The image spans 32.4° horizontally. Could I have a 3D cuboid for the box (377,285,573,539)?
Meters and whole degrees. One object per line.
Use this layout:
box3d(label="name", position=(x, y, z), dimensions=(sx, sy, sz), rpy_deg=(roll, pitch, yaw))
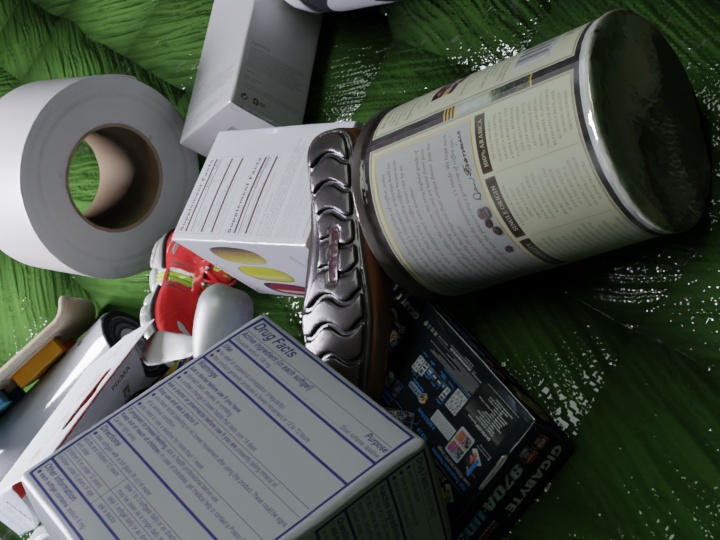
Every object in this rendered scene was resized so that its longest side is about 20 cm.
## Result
box3d(label="box", position=(0.039, 0.119, 0.874), dimensions=(0.160, 0.046, 0.200), rpy_deg=(-53, 37, 8))

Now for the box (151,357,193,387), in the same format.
box3d(label="box", position=(-0.145, 0.128, 1.060), dimensions=(0.200, 0.070, 0.065), rpy_deg=(-45, 39, 18))

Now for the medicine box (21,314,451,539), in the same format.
box3d(label="medicine box", position=(-0.077, 0.151, 0.776), dimensions=(0.199, 0.104, 0.182), rpy_deg=(-33, 41, -22))

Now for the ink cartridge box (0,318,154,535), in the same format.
box3d(label="ink cartridge box", position=(-0.229, 0.132, 1.024), dimensions=(0.161, 0.047, 0.200), rpy_deg=(-56, 13, -29))

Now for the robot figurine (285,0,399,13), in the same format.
box3d(label="robot figurine", position=(0.000, -0.305, 1.149), dimensions=(0.198, 0.150, 0.126), rpy_deg=(-1, 76, 38))

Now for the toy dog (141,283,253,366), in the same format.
box3d(label="toy dog", position=(-0.127, 0.108, 0.967), dimensions=(0.200, 0.132, 0.096), rpy_deg=(-47, 5, 10))

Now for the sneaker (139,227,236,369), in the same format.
box3d(label="sneaker", position=(-0.150, 0.019, 1.142), dimensions=(0.084, 0.077, 0.201), rpy_deg=(-33, 42, 21))

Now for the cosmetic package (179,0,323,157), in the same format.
box3d(label="cosmetic package", position=(-0.104, -0.211, 1.231), dimensions=(0.107, 0.084, 0.202), rpy_deg=(-27, 45, 50))

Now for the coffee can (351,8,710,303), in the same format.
box3d(label="coffee can", position=(0.113, -0.071, 0.840), dimensions=(0.199, 0.146, 0.148), rpy_deg=(-18, 52, 41))

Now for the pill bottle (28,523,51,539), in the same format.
box3d(label="pill bottle", position=(-0.227, 0.278, 0.937), dimensions=(0.112, 0.112, 0.200), rpy_deg=(-46, 20, 15))

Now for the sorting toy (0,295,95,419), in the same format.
box3d(label="sorting toy", position=(-0.341, 0.111, 1.239), dimensions=(0.200, 0.036, 0.185), rpy_deg=(-47, 1, -5))

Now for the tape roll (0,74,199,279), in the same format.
box3d(label="tape roll", position=(-0.284, -0.097, 1.272), dimensions=(0.138, 0.202, 0.205), rpy_deg=(8, 71, 51))

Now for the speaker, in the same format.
box3d(label="speaker", position=(-0.283, 0.131, 1.210), dimensions=(0.200, 0.081, 0.082), rpy_deg=(-42, 39, 20))

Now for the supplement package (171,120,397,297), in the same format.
box3d(label="supplement package", position=(-0.047, -0.046, 1.036), dimensions=(0.199, 0.113, 0.111), rpy_deg=(4, 66, 51))

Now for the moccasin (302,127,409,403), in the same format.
box3d(label="moccasin", position=(-0.001, 0.000, 0.899), dimensions=(0.073, 0.077, 0.204), rpy_deg=(-16, 73, 38))
